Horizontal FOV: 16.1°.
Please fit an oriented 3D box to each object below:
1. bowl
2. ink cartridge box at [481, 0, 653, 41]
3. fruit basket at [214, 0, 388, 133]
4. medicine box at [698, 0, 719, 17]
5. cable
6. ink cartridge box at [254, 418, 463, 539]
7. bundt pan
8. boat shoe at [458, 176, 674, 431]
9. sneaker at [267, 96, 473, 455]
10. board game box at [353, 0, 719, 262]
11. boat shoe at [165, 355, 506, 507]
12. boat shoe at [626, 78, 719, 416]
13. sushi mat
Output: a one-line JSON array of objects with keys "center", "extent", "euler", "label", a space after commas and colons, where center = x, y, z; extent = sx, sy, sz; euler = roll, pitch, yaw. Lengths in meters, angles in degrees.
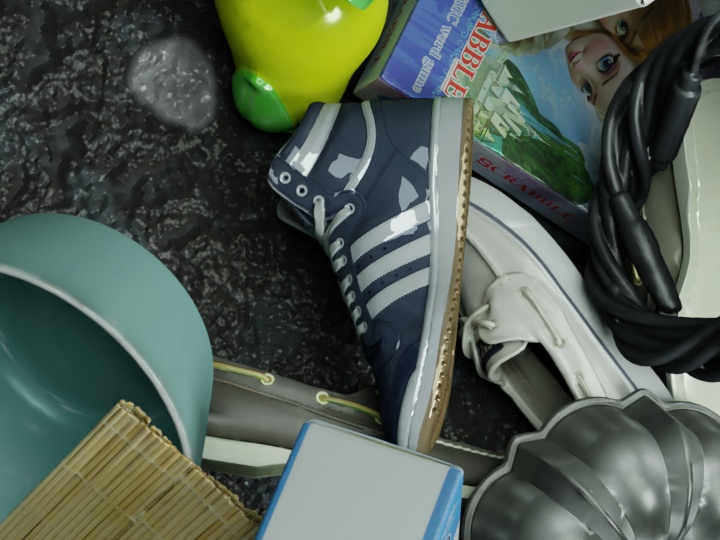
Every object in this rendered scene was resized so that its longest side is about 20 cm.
[{"center": [-0.153, 0.051, 1.282], "extent": [0.201, 0.201, 0.105], "euler": [40, 41, -3], "label": "bowl"}, {"center": [0.161, -0.216, 1.380], "extent": [0.200, 0.146, 0.083], "euler": [-38, 104, -24], "label": "ink cartridge box"}, {"center": [-0.032, -0.186, 1.383], "extent": [0.155, 0.216, 0.216], "euler": [42, 70, -3], "label": "fruit basket"}, {"center": [0.310, -0.106, 1.354], "extent": [0.181, 0.103, 0.201], "euler": [-21, 80, -17], "label": "medicine box"}, {"center": [0.186, -0.043, 1.320], "extent": [0.051, 0.163, 0.201], "euler": [0, 104, -38], "label": "cable"}, {"center": [-0.012, 0.190, 1.225], "extent": [0.083, 0.200, 0.146], "euler": [16, 58, 10], "label": "ink cartridge box"}, {"center": [0.151, 0.166, 1.321], "extent": [0.201, 0.076, 0.203], "euler": [-1, 95, -16], "label": "bundt pan"}, {"center": [0.088, 0.035, 1.389], "extent": [0.066, 0.072, 0.200], "euler": [-33, 81, -35], "label": "boat shoe"}, {"center": [0.000, 0.000, 1.346], "extent": [0.108, 0.070, 0.201], "euler": [5, 70, 4], "label": "sneaker"}, {"center": [0.123, -0.136, 1.454], "extent": [0.199, 0.041, 0.201], "euler": [31, 71, -16], "label": "board game box"}, {"center": [-0.007, 0.087, 1.362], "extent": [0.200, 0.072, 0.061], "euler": [10, 78, -10], "label": "boat shoe"}, {"center": [0.181, -0.004, 1.405], "extent": [0.072, 0.060, 0.203], "euler": [-3, 94, -35], "label": "boat shoe"}, {"center": [-0.130, 0.144, 1.257], "extent": [0.096, 0.200, 0.012], "euler": [43, 40, -3], "label": "sushi mat"}]
